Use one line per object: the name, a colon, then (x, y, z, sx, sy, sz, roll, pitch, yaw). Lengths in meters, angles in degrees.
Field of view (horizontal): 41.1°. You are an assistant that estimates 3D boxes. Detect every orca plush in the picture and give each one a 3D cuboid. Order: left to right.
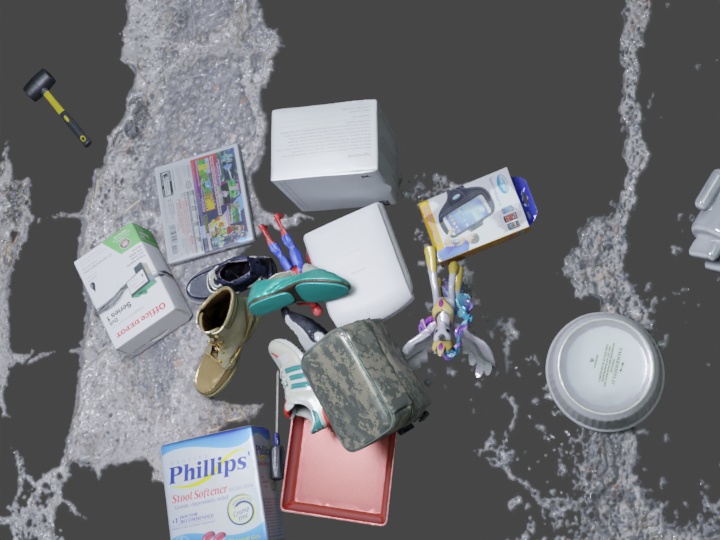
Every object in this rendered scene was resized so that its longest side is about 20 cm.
orca plush: (-0.066, 0.139, 1.749, 0.199, 0.070, 0.106, 41, 134, 28)

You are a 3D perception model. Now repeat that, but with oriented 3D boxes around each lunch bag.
lunch bag: (0.021, 0.184, 1.611, 0.139, 0.167, 0.202, -40, 76, 37)

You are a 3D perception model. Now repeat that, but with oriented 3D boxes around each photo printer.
photo printer: (0.000, 0.000, 1.743, 0.164, 0.069, 0.203, -22, 74, 8)

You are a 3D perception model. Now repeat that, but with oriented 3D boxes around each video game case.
video game case: (-0.304, -0.129, 1.871, 0.179, 0.023, 0.204, -15, 74, 11)

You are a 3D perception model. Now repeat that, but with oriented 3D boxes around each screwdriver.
screwdriver: (-0.153, 0.279, 1.736, 0.029, 0.028, 0.204, -25, 57, 33)

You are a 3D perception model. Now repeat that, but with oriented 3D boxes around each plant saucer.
plant saucer: (-0.033, 0.335, 1.698, 0.196, 0.037, 0.204, 4, 79, 15)

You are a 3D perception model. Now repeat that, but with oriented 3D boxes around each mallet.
mallet: (-0.628, -0.324, 1.987, 0.065, 0.041, 0.201, -35, 76, 3)

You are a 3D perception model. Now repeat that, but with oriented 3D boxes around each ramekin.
ramekin: (0.405, 0.164, 1.596, 0.198, 0.094, 0.207, -3, 77, 13)

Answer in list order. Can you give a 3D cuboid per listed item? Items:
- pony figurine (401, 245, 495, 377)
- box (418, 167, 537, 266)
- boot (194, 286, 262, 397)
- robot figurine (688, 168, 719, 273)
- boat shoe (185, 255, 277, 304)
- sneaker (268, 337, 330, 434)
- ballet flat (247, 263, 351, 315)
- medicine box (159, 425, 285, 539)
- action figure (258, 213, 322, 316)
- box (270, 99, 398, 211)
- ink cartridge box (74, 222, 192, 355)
pony figurine: (0.144, 0.089, 1.644, 0.163, 0.194, 0.203, -3, 58, 10)
box: (0.215, -0.100, 1.728, 0.197, 0.041, 0.121, -23, 74, 10)
boot: (-0.260, 0.129, 1.734, 0.072, 0.155, 0.202, 31, 87, 18)
robot figurine: (0.626, -0.093, 1.587, 0.168, 0.113, 0.202, 33, 87, -21)
boat shoe: (-0.259, 0.012, 1.777, 0.197, 0.092, 0.076, -18, 77, 22)
sneaker: (-0.114, 0.204, 1.692, 0.093, 0.071, 0.199, -39, 62, -19)
ballet flat: (-0.112, 0.024, 1.709, 0.196, 0.068, 0.071, -14, 53, 16)
medicine box: (-0.245, 0.394, 1.702, 0.179, 0.103, 0.204, -14, 76, 10)
action figure: (-0.121, -0.005, 1.786, 0.065, 0.052, 0.203, -29, 78, 12)
box: (-0.042, -0.201, 1.729, 0.196, 0.199, 0.134, -4, 76, 13)
ink cartridge box: (-0.433, 0.037, 1.834, 0.145, 0.084, 0.202, -33, 72, 5)
